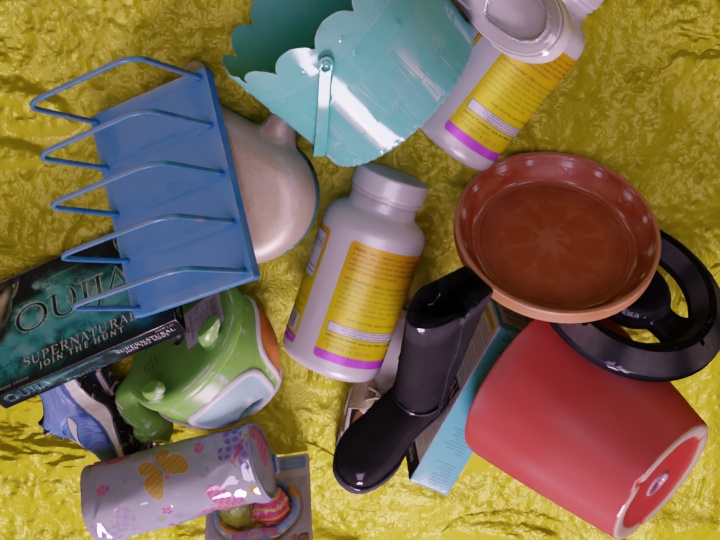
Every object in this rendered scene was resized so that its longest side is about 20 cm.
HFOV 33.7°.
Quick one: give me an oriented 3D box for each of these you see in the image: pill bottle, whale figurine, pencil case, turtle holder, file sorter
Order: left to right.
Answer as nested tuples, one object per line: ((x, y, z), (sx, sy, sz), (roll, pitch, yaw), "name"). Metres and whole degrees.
((-0.199, -0.071, 1.062), (0.138, 0.122, 0.202), (-18, 82, 25), "file sorter")
((-0.184, 0.217, 1.203), (0.198, 0.084, 0.091), (-17, 147, 9), "pencil case")
((-0.161, 0.106, 1.203), (0.132, 0.141, 0.186), (39, 81, -38), "turtle holder")
((-0.122, -0.104, 1.154), (0.159, 0.104, 0.201), (-38, 86, 16), "whale figurine")
((0.000, 0.000, 1.174), (0.103, 0.104, 0.202), (17, 104, -10), "pill bottle")
((0.139, -0.199, 1.110), (0.104, 0.104, 0.200), (34, 108, -16), "pill bottle")

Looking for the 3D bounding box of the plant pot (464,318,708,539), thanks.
((0.233, 0.155, 1.184), (0.200, 0.177, 0.201), (-34, 147, -26), "plant pot")

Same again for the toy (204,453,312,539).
((-0.109, 0.252, 1.235), (0.114, 0.201, 0.048), (-7, 126, 0), "toy")

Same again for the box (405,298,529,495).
((0.113, 0.133, 1.263), (0.049, 0.082, 0.201), (23, 110, -13), "box")

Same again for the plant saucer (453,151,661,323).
((0.188, -0.031, 1.146), (0.198, 0.202, 0.032), (0, 142, -3), "plant saucer")

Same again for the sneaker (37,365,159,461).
((-0.286, 0.152, 1.263), (0.088, 0.079, 0.201), (-14, 120, 26), "sneaker")

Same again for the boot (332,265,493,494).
((0.046, 0.106, 1.125), (0.065, 0.165, 0.201), (35, 144, 14), "boot")

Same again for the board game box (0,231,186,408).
((-0.276, 0.039, 1.176), (0.198, 0.136, 0.028), (-23, 145, 6), "board game box")

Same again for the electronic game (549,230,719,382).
((0.266, 0.024, 1.170), (0.198, 0.201, 0.042), (10, 140, -7), "electronic game")

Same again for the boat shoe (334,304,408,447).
((0.023, 0.135, 1.266), (0.074, 0.069, 0.202), (12, 112, -7), "boat shoe")

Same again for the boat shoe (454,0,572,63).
((0.106, -0.258, 1.037), (0.072, 0.201, 0.068), (-43, 150, 20), "boat shoe")

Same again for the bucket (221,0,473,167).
((-0.009, -0.201, 1.053), (0.207, 0.208, 0.135), (-40, 118, 13), "bucket")
